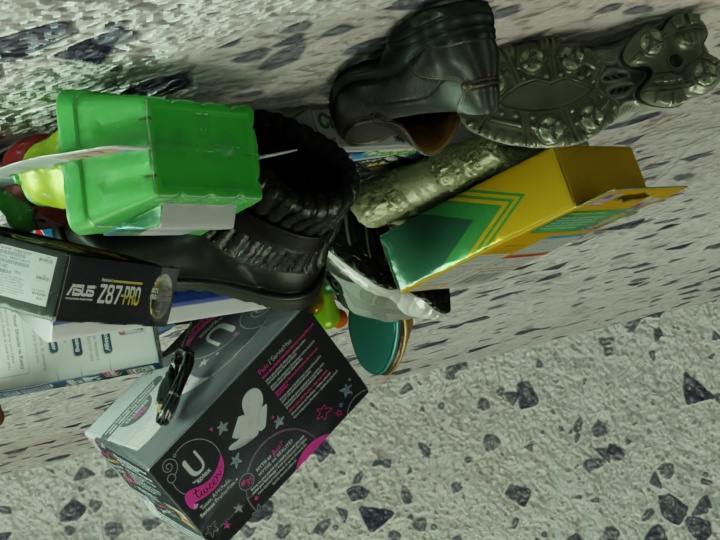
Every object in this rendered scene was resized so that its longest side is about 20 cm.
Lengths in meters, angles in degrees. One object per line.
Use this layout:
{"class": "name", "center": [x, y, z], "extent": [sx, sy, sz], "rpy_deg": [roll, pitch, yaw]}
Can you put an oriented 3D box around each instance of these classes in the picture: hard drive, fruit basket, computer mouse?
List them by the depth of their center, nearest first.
{"class": "fruit basket", "center": [-0.168, -0.053, 1.141], "extent": [0.199, 0.094, 0.185], "rpy_deg": [-16, 172, 33]}
{"class": "hard drive", "center": [-0.190, 0.008, 1.455], "extent": [0.199, 0.025, 0.132], "rpy_deg": [-8, -151, -36]}
{"class": "computer mouse", "center": [-0.157, 0.045, 1.541], "extent": [0.034, 0.200, 0.059], "rpy_deg": [23, 136, -16]}

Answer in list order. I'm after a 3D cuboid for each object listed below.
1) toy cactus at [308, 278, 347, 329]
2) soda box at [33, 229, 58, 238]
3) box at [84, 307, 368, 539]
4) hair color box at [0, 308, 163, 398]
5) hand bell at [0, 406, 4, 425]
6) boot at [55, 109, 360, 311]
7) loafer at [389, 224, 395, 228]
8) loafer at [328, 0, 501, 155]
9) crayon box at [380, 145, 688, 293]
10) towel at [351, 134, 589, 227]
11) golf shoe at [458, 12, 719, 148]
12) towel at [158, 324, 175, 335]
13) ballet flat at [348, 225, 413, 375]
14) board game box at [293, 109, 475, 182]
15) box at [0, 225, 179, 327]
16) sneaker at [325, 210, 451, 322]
{"class": "toy cactus", "center": [-0.018, -0.015, 1.698], "extent": [0.165, 0.102, 0.200], "rpy_deg": [-38, 161, 19]}
{"class": "soda box", "center": [-0.154, -0.028, 1.388], "extent": [0.199, 0.068, 0.064], "rpy_deg": [-9, 169, -31]}
{"class": "box", "center": [-0.119, 0.122, 1.582], "extent": [0.200, 0.115, 0.132], "rpy_deg": [-45, -149, -18]}
{"class": "hair color box", "center": [-0.276, 0.053, 1.550], "extent": [0.199, 0.100, 0.061], "rpy_deg": [-10, 171, -3]}
{"class": "hand bell", "center": [-0.334, 0.079, 1.438], "extent": [0.104, 0.104, 0.200], "rpy_deg": [-16, 150, 7]}
{"class": "boot", "center": [-0.110, -0.050, 1.266], "extent": [0.210, 0.080, 0.158], "rpy_deg": [9, 151, -4]}
{"class": "loafer", "center": [-0.043, -0.021, 1.540], "extent": [0.200, 0.063, 0.072], "rpy_deg": [-10, 172, 44]}
{"class": "loafer", "center": [0.033, -0.109, 1.180], "extent": [0.073, 0.073, 0.200], "rpy_deg": [-12, 172, -21]}
{"class": "crayon box", "center": [0.131, -0.045, 1.367], "extent": [0.200, 0.052, 0.126], "rpy_deg": [-26, 168, 33]}
{"class": "towel", "center": [0.091, -0.070, 1.414], "extent": [0.148, 0.037, 0.200], "rpy_deg": [-22, 170, 27]}
{"class": "golf shoe", "center": [0.155, -0.125, 1.287], "extent": [0.199, 0.079, 0.097], "rpy_deg": [-11, 176, -16]}
{"class": "towel", "center": [-0.219, 0.036, 1.746], "extent": [0.111, 0.049, 0.200], "rpy_deg": [-9, 170, -34]}
{"class": "ballet flat", "center": [0.026, 0.008, 1.626], "extent": [0.069, 0.201, 0.063], "rpy_deg": [27, -131, 32]}
{"class": "board game box", "center": [-0.004, -0.087, 1.371], "extent": [0.200, 0.035, 0.126], "rpy_deg": [-6, 167, -46]}
{"class": "box", "center": [-0.242, -0.006, 1.178], "extent": [0.199, 0.049, 0.161], "rpy_deg": [13, 179, 20]}
{"class": "sneaker", "center": [0.000, 0.000, 1.451], "extent": [0.079, 0.074, 0.200], "rpy_deg": [-18, 152, 24]}
